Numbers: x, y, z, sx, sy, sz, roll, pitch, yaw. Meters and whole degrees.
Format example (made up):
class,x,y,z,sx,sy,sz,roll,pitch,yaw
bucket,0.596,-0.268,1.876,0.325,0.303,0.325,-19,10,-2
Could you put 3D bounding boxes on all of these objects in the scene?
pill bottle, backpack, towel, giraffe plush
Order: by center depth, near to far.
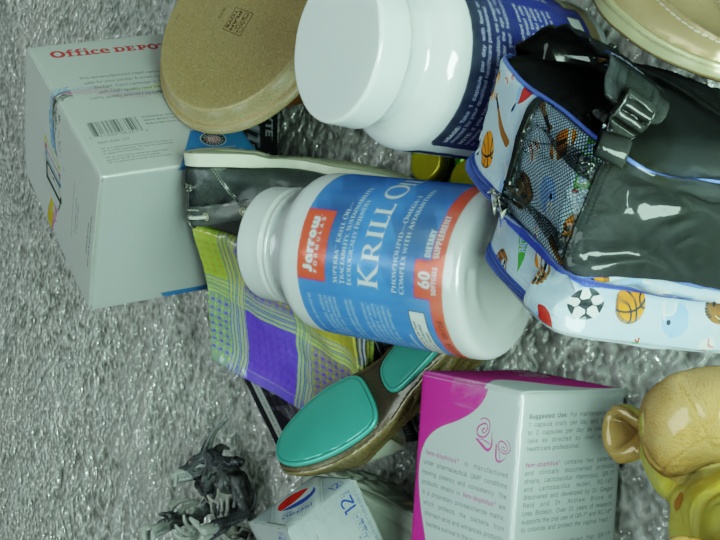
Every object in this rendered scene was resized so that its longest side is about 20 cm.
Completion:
class,x,y,z,sx,sy,sz,roll,pitch,yaw
giraffe plush,0.204,0.120,0.663,0.201,0.169,0.165,88,175,-61
backpack,0.153,-0.050,0.701,0.156,0.197,0.191,-64,30,25
pill bottle,0.061,-0.132,0.799,0.115,0.198,0.118,-4,84,52
pill bottle,0.013,-0.008,0.840,0.197,0.111,0.114,7,94,36
towel,-0.062,0.051,0.995,0.198,0.023,0.146,27,133,33

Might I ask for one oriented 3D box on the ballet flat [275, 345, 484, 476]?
class,x,y,z,sx,sy,sz,roll,pitch,yaw
ballet flat,0.026,0.095,0.912,0.200,0.072,0.068,-44,41,16

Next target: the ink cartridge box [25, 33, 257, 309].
class,x,y,z,sx,sy,sz,roll,pitch,yaw
ink cartridge box,-0.202,-0.094,1.096,0.201,0.145,0.146,55,143,38

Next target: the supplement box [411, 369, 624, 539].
class,x,y,z,sx,sy,sz,roll,pitch,yaw
supplement box,0.100,0.172,0.812,0.101,0.102,0.204,7,95,53

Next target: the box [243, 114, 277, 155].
class,x,y,z,sx,sy,sz,roll,pitch,yaw
box,-0.152,-0.090,1.205,0.197,0.049,0.204,-8,82,54

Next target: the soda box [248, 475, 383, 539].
class,x,y,z,sx,sy,sz,roll,pitch,yaw
soda box,-0.003,0.255,0.898,0.063,0.068,0.202,-9,109,58

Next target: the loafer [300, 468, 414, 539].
class,x,y,z,sx,sy,sz,roll,pitch,yaw
loafer,0.017,0.204,0.947,0.199,0.069,0.071,21,96,51

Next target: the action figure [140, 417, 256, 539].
class,x,y,z,sx,sy,sz,roll,pitch,yaw
action figure,-0.143,0.243,1.133,0.119,0.100,0.204,-37,60,59

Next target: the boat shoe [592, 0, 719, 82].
class,x,y,z,sx,sy,sz,roll,pitch,yaw
boat shoe,0.179,-0.184,0.752,0.201,0.070,0.065,56,130,40

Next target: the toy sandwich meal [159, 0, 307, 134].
class,x,y,z,sx,sy,sz,roll,pitch,yaw
toy sandwich meal,-0.080,-0.196,1.040,0.202,0.070,0.209,-13,63,27

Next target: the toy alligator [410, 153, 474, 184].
class,x,y,z,sx,sy,sz,roll,pitch,yaw
toy alligator,0.092,-0.045,0.864,0.199,0.059,0.055,31,105,41

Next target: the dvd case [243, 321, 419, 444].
class,x,y,z,sx,sy,sz,roll,pitch,yaw
dvd case,-0.039,0.079,1.020,0.199,0.016,0.151,-15,103,51

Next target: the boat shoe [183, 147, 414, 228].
class,x,y,z,sx,sy,sz,roll,pitch,yaw
boat shoe,-0.044,-0.058,0.976,0.072,0.196,0.069,-46,-41,-81
